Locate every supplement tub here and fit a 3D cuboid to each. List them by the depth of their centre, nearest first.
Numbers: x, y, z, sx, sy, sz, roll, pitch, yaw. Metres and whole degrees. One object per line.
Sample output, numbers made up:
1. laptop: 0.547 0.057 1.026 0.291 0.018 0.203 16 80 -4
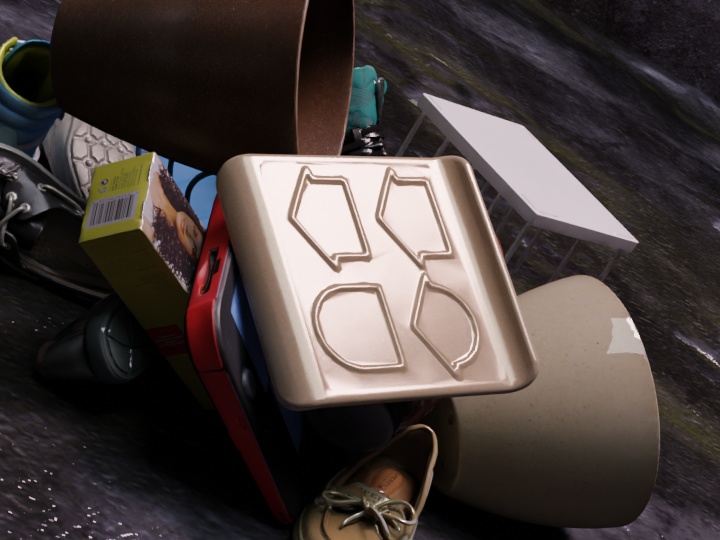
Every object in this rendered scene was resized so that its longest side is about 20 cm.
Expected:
1. supplement tub: 0.028 0.041 1.326 0.107 0.107 0.200 33 47 -2

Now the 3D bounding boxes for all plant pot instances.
1. plant pot: -0.120 -0.154 1.332 0.199 0.188 0.187 6 17 10

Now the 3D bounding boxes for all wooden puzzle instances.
1. wooden puzzle: 0.008 0.009 1.233 0.199 0.046 0.186 -4 64 -31

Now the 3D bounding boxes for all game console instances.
1. game console: -0.066 0.049 1.252 0.200 0.031 0.177 -81 152 -53

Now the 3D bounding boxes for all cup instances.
1. cup: 0.122 0.112 1.403 0.143 0.201 0.201 -8 36 -19

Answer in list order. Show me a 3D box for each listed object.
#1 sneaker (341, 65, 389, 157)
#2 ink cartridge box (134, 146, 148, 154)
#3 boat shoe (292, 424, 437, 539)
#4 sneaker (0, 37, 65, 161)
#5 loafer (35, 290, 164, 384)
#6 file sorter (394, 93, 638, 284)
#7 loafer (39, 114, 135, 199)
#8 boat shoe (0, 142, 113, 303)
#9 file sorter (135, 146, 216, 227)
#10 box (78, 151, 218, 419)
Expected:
1. sneaker: -0.004 -0.106 1.500 0.083 0.121 0.200 -11 28 -20
2. ink cartridge box: -0.132 -0.169 1.601 0.147 0.200 0.076 18 24 -37
3. boat shoe: 0.007 0.161 1.253 0.073 0.063 0.200 34 20 1
4. sneaker: -0.268 -0.136 1.419 0.079 0.131 0.200 25 20 -19
5. loafer: -0.165 0.036 1.281 0.200 0.063 0.072 -31 108 -70
6. file sorter: 0.124 -0.047 1.659 0.138 0.125 0.200 14 27 -41
7. loafer: -0.232 -0.105 1.500 0.070 0.070 0.201 17 42 -31
8. boat shoe: -0.240 -0.032 1.316 0.200 0.074 0.060 32 13 -28
9. file sorter: -0.111 -0.086 1.483 0.138 0.123 0.200 -8 39 -20
10. box: -0.122 0.015 1.241 0.200 0.050 0.076 60 25 -44
